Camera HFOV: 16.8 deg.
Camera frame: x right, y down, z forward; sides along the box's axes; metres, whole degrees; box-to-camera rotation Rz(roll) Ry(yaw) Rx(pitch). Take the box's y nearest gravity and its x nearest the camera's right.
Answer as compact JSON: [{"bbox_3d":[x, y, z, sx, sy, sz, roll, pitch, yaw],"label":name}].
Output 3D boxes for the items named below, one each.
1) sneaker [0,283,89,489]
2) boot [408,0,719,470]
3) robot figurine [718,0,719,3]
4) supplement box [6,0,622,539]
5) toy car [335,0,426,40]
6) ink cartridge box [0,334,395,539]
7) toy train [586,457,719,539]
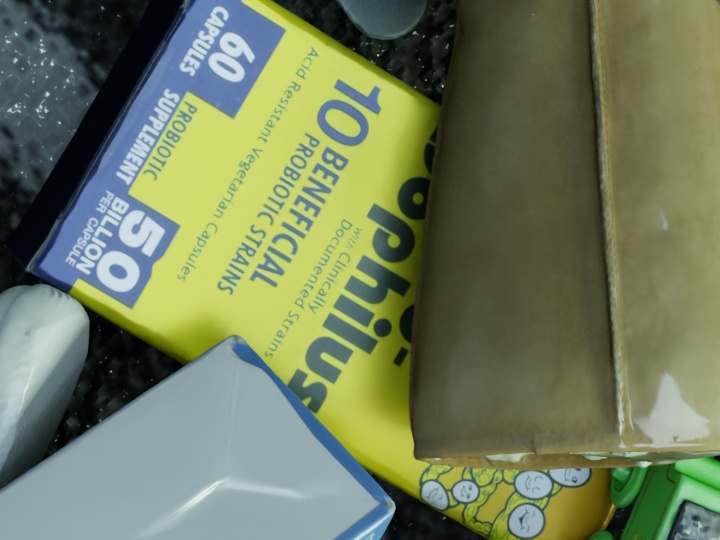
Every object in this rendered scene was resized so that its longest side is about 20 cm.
[{"bbox_3d":[-0.156,0.069,0.748,0.088,0.075,0.200,35,122,1],"label":"sneaker"},{"bbox_3d":[0.101,-0.045,0.703,0.175,0.066,0.201,-4,77,21],"label":"boot"},{"bbox_3d":[0.143,-0.131,0.806,0.169,0.113,0.201,-17,98,-28],"label":"robot figurine"},{"bbox_3d":[0.000,0.000,0.789,0.200,0.110,0.109,30,88,-13],"label":"supplement box"},{"bbox_3d":[-0.030,-0.164,0.760,0.200,0.158,0.164,37,97,-24],"label":"toy car"},{"bbox_3d":[-0.080,0.121,0.745,0.136,0.200,0.076,-34,75,-27],"label":"ink cartridge box"},{"bbox_3d":[0.118,0.022,0.732,0.042,0.056,0.201,23,89,-16],"label":"toy train"}]
